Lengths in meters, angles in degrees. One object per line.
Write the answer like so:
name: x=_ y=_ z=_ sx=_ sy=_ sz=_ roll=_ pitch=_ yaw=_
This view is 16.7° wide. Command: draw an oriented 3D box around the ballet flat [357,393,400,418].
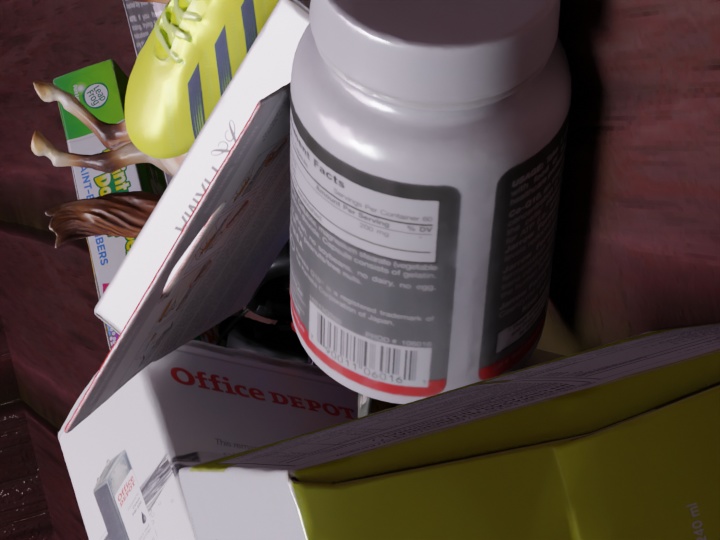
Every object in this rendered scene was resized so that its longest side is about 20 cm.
ballet flat: x=0.030 y=0.063 z=1.124 sx=0.064 sy=0.067 sz=0.200 roll=-33 pitch=41 yaw=57

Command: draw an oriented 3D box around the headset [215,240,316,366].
headset: x=-0.031 y=0.030 z=1.377 sx=0.200 sy=0.094 sz=0.124 roll=167 pitch=113 yaw=-67

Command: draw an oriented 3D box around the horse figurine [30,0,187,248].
horse figurine: x=-0.090 y=-0.100 z=1.199 sx=0.050 sy=0.132 sz=0.200 roll=-20 pitch=-54 yaw=-81

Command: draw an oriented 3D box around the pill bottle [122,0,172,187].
pill bottle: x=-0.064 y=-0.127 z=1.274 sx=0.111 sy=0.111 sz=0.200 roll=-168 pitch=64 yaw=-74

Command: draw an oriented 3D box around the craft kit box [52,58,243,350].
craft kit box: x=-0.118 y=-0.001 z=1.501 sx=0.200 sy=0.048 sz=0.198 roll=53 pitch=-163 yaw=-66

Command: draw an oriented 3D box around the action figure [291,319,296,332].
action figure: x=0.000 y=0.000 z=1.224 sx=0.099 sy=0.065 sz=0.200 roll=-19 pitch=85 yaw=53

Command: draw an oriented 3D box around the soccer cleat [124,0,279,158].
soccer cleat: x=-0.057 y=-0.136 z=1.111 sx=0.065 sy=0.084 sz=0.200 roll=47 pitch=111 yaw=24

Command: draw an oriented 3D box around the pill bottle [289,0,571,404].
pill bottle: x=0.027 y=-0.049 z=1.004 sx=0.200 sy=0.114 sz=0.114 roll=92 pitch=158 yaw=-47

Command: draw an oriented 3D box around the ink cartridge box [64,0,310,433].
ink cartridge box: x=-0.062 y=-0.038 z=1.107 sx=0.045 sy=0.176 sz=0.200 roll=39 pitch=121 yaw=10

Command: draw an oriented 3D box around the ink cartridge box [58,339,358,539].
ink cartridge box: x=-0.047 y=0.136 z=1.171 sx=0.085 sy=0.146 sz=0.200 roll=-51 pitch=42 yaw=30

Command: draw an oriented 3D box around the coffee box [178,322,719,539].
coffee box: x=0.069 y=0.137 z=0.855 sx=0.198 sy=0.200 sz=0.200 roll=164 pitch=91 yaw=-75
